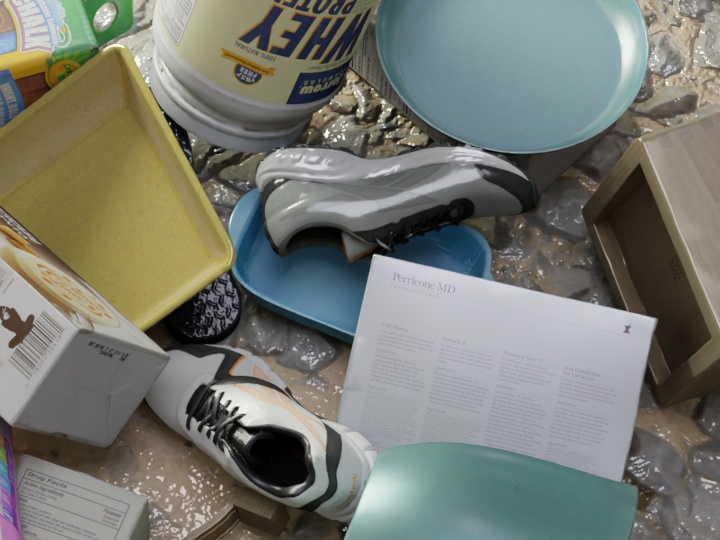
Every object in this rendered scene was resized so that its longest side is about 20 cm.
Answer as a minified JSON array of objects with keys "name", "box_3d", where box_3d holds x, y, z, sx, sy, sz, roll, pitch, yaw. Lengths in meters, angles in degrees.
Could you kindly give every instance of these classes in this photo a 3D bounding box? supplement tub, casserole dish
[{"name":"supplement tub","box_3d":[-0.063,-0.198,1.570,0.144,0.201,0.146,16,40,-14]},{"name":"casserole dish","box_3d":[0.000,0.000,1.590,0.199,0.039,0.122,20,60,9]}]

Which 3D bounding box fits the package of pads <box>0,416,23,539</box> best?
[{"name":"package of pads","box_3d":[-0.275,0.155,1.393,0.120,0.076,0.200,-40,32,12]}]

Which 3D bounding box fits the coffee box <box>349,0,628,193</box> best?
[{"name":"coffee box","box_3d":[0.087,-0.156,1.663,0.200,0.080,0.113,42,66,19]}]

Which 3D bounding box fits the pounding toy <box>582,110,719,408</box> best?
[{"name":"pounding toy","box_3d":[0.253,-0.022,1.553,0.141,0.200,0.185,-17,76,-14]}]

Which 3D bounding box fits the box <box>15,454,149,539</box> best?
[{"name":"box","box_3d":[-0.212,0.229,1.415,0.094,0.078,0.201,19,60,8]}]

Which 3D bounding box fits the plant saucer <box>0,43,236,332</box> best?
[{"name":"plant saucer","box_3d":[-0.194,-0.023,1.546,0.199,0.048,0.201,-35,65,12]}]

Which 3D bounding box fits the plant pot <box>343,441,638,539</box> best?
[{"name":"plant pot","box_3d":[0.062,0.199,1.375,0.160,0.201,0.201,21,60,3]}]

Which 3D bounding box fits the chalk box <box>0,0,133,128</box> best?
[{"name":"chalk box","box_3d":[-0.257,-0.160,1.615,0.199,0.125,0.125,-17,62,-12]}]

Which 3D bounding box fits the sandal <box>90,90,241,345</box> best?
[{"name":"sandal","box_3d":[-0.145,-0.035,1.601,0.075,0.048,0.202,-16,74,-14]}]

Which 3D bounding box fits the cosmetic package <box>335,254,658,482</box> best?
[{"name":"cosmetic package","box_3d":[0.089,0.085,1.507,0.199,0.052,0.152,13,87,3]}]

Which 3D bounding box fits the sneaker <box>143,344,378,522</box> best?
[{"name":"sneaker","box_3d":[-0.077,0.100,1.474,0.199,0.080,0.074,25,95,32]}]

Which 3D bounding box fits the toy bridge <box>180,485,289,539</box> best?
[{"name":"toy bridge","box_3d":[-0.122,0.228,1.445,0.067,0.027,0.201,18,64,26]}]

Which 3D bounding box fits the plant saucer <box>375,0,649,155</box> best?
[{"name":"plant saucer","box_3d":[0.109,-0.163,1.606,0.199,0.027,0.201,2,59,-4]}]

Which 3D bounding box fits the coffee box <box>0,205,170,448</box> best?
[{"name":"coffee box","box_3d":[-0.238,0.022,1.463,0.200,0.114,0.080,39,96,29]}]

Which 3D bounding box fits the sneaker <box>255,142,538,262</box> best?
[{"name":"sneaker","box_3d":[0.026,-0.043,1.561,0.198,0.074,0.080,-2,68,1]}]
